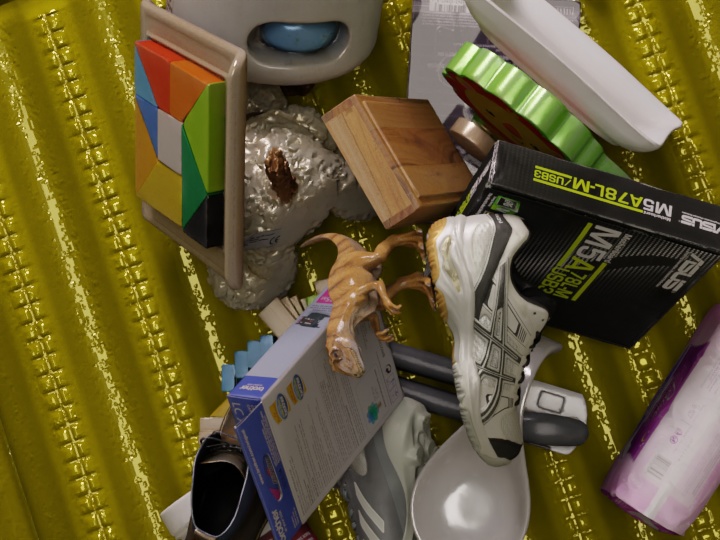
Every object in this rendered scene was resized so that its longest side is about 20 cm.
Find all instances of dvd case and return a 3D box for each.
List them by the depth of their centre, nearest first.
[{"bbox_3d":[0.112,-0.137,1.453,0.147,0.016,0.203,4,85,2],"label":"dvd case"}]

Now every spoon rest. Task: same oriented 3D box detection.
[{"bbox_3d":[0.105,0.144,1.347,0.098,0.061,0.202,20,88,16],"label":"spoon rest"}]

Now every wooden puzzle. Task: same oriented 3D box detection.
[{"bbox_3d":[-0.140,-0.102,1.324,0.037,0.200,0.187,-9,115,-26],"label":"wooden puzzle"}]

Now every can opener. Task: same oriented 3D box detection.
[{"bbox_3d":[0.096,0.104,1.408,0.198,0.067,0.054,16,86,4],"label":"can opener"}]

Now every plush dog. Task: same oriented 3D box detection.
[{"bbox_3d":[-0.090,-0.094,1.410,0.200,0.161,0.172,-41,58,-2],"label":"plush dog"}]

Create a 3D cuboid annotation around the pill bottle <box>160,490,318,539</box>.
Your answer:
[{"bbox_3d":[-0.075,0.261,1.382,0.112,0.113,0.201,-34,85,0],"label":"pill bottle"}]

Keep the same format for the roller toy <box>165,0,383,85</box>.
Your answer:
[{"bbox_3d":[-0.071,-0.241,1.381,0.198,0.182,0.141,23,126,19],"label":"roller toy"}]

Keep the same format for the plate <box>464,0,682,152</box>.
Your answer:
[{"bbox_3d":[0.168,-0.165,1.355,0.200,0.199,0.032,42,109,5],"label":"plate"}]

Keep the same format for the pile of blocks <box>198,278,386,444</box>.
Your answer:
[{"bbox_3d":[-0.060,0.074,1.420,0.199,0.062,0.082,-39,80,4],"label":"pile of blocks"}]

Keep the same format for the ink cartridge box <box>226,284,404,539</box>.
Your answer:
[{"bbox_3d":[-0.039,0.106,1.293,0.042,0.200,0.120,3,124,31],"label":"ink cartridge box"}]

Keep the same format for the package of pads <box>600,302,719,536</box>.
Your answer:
[{"bbox_3d":[0.278,0.117,1.370,0.075,0.121,0.201,33,87,5],"label":"package of pads"}]

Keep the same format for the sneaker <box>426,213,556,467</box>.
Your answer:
[{"bbox_3d":[0.109,0.053,1.265,0.087,0.076,0.202,-11,109,5],"label":"sneaker"}]

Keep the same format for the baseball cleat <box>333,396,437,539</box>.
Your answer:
[{"bbox_3d":[0.013,0.203,1.414,0.105,0.070,0.203,7,92,30],"label":"baseball cleat"}]

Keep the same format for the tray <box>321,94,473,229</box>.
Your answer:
[{"bbox_3d":[0.039,-0.089,1.343,0.037,0.200,0.099,-32,84,17],"label":"tray"}]

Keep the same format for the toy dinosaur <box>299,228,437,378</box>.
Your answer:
[{"bbox_3d":[0.000,0.000,1.274,0.105,0.201,0.061,-11,121,4],"label":"toy dinosaur"}]

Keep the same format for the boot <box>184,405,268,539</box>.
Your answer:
[{"bbox_3d":[-0.086,0.146,1.311,0.074,0.097,0.202,15,64,4],"label":"boot"}]

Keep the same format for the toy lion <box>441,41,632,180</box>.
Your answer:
[{"bbox_3d":[0.149,-0.102,1.342,0.199,0.192,0.069,39,87,1],"label":"toy lion"}]

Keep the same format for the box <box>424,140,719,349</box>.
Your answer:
[{"bbox_3d":[0.165,-0.015,1.333,0.191,0.200,0.048,18,63,-6],"label":"box"}]
